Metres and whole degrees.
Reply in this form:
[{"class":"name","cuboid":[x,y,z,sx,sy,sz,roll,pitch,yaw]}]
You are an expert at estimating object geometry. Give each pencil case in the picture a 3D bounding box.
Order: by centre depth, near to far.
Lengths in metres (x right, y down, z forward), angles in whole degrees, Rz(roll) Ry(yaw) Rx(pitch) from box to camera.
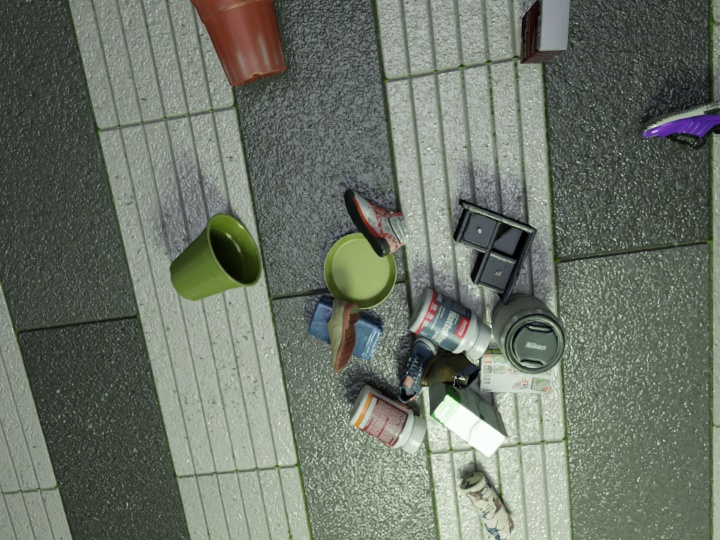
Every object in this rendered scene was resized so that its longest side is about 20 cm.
[{"class":"pencil case","cuboid":[0.357,0.670,1.488,0.088,0.078,0.203,-33,98,-4]}]

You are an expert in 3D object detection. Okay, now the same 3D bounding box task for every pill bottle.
[{"class":"pill bottle","cuboid":[0.236,0.144,1.364,0.196,0.120,0.122,26,103,-2]},{"class":"pill bottle","cuboid":[0.075,0.412,1.437,0.196,0.114,0.116,29,103,-2]}]

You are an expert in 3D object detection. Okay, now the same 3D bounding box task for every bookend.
[{"class":"bookend","cuboid":[0.312,-0.050,1.330,0.195,0.092,0.204,21,103,1]}]

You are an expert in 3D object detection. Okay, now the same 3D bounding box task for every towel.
[{"class":"towel","cuboid":[-0.041,0.159,1.427,0.195,0.049,0.114,24,103,-2]}]

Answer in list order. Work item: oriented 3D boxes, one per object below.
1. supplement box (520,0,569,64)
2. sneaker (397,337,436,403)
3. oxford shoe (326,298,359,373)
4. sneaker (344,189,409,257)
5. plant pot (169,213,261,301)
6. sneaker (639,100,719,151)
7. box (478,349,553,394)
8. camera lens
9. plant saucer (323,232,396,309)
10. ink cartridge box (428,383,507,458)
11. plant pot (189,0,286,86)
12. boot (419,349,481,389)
[{"class":"supplement box","cuboid":[0.406,-0.533,1.164,0.059,0.200,0.113,0,102,6]},{"class":"sneaker","cuboid":[0.144,0.272,1.380,0.074,0.084,0.205,28,129,27]},{"class":"oxford shoe","cuboid":[-0.055,0.169,1.383,0.073,0.070,0.206,19,107,27]},{"class":"sneaker","cuboid":[0.046,-0.137,1.353,0.106,0.068,0.204,-26,72,-24]},{"class":"plant pot","cuboid":[-0.390,-0.014,1.363,0.187,0.200,0.204,-26,99,23]},{"class":"sneaker","cuboid":[0.775,-0.331,1.244,0.194,0.070,0.102,-15,103,8]},{"class":"box","cuboid":[0.422,0.274,1.419,0.193,0.035,0.114,1,102,4]},{"class":"camera lens","cuboid":[0.415,0.153,1.310,0.155,0.200,0.165,1,103,4]},{"class":"plant saucer","cuboid":[0.000,0.000,1.398,0.193,0.031,0.207,1,102,5]},{"class":"ink cartridge box","cuboid":[0.283,0.381,1.397,0.198,0.147,0.084,36,105,-3]},{"class":"plant pot","cuboid":[-0.271,-0.555,1.230,0.195,0.202,0.200,-14,109,7]},{"class":"boot","cuboid":[0.232,0.262,1.339,0.095,0.198,0.077,26,120,31]}]
